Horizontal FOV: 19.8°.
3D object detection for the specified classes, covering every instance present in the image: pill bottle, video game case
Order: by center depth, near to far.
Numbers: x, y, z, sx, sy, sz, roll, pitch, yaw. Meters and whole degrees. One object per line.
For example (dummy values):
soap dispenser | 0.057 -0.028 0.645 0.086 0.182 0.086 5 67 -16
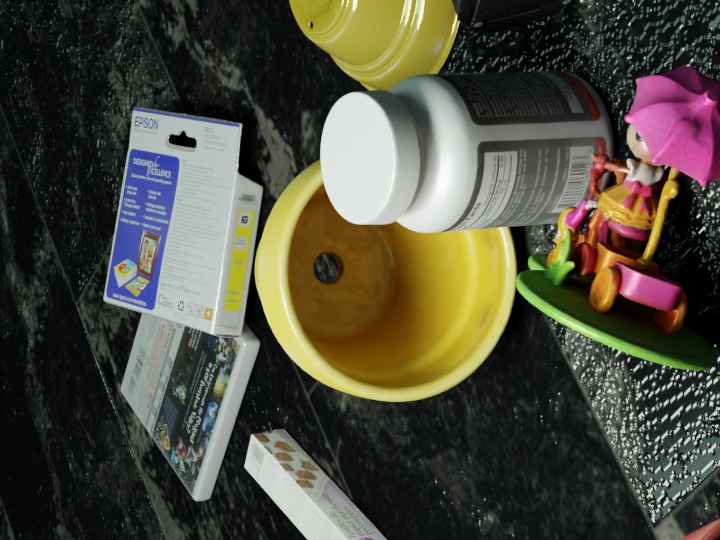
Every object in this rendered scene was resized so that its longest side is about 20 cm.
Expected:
pill bottle | 0.078 -0.088 1.514 0.116 0.199 0.117 9 102 55
video game case | -0.173 0.098 2.066 0.182 0.023 0.201 50 132 41

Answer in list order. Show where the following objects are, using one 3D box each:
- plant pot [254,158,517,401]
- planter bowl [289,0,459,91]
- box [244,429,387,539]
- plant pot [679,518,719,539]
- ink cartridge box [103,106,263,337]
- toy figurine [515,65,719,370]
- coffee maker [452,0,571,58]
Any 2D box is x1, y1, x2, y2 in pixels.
plant pot | 0.000 0.000 1.663 0.189 0.200 0.202 180 85 -70
planter bowl | -0.005 -0.243 1.719 0.200 0.083 0.202 11 104 54
box | -0.040 0.214 1.869 0.200 0.039 0.042 42 128 45
plant pot | 0.238 0.262 1.352 0.177 0.199 0.202 -29 70 62
ink cartridge box | -0.170 -0.050 2.006 0.197 0.047 0.201 14 94 51
toy figurine | 0.204 -0.054 1.435 0.200 0.149 0.185 -121 50 -70
coffee maker | 0.086 -0.291 1.536 0.192 0.134 0.201 -45 57 49
